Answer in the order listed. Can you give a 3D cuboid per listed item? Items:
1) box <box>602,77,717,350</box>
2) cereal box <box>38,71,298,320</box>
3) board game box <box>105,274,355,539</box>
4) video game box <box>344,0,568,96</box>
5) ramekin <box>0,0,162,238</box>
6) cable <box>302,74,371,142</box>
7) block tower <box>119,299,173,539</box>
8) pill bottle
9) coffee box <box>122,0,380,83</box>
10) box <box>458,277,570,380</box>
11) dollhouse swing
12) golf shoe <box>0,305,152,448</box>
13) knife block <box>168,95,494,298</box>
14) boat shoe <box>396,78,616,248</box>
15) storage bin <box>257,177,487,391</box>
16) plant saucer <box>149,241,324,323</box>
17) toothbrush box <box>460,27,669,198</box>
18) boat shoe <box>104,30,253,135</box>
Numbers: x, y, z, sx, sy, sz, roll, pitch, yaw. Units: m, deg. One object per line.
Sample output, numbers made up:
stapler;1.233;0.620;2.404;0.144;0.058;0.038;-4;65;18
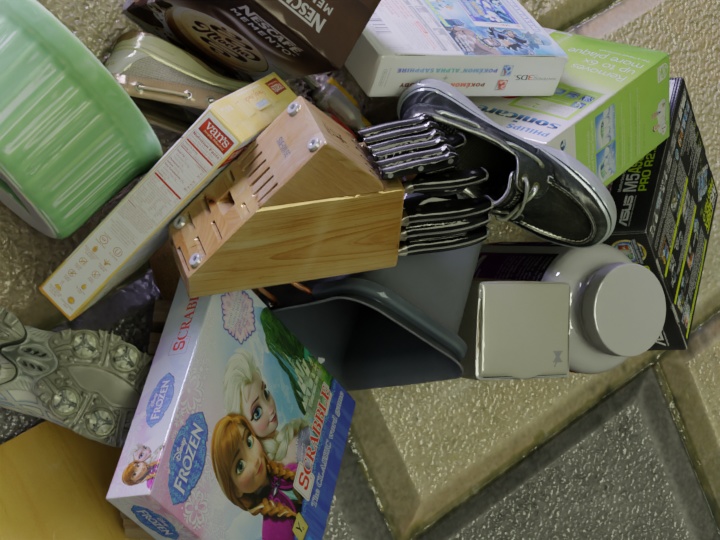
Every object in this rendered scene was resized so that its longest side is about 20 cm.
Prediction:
box;0.278;-0.053;1.445;0.160;0.044;0.200;62;37;-42
cereal box;-0.138;-0.058;1.162;0.040;0.144;0.200;46;112;-2
board game box;-0.087;0.130;1.167;0.200;0.041;0.200;49;43;-40
video game box;0.046;-0.215;1.300;0.182;0.200;0.047;-6;132;-28
ramekin;-0.246;-0.115;1.124;0.098;0.200;0.200;-47;113;-13
cable;0.021;-0.095;1.346;0.200;0.050;0.097;31;33;-23
block tower;-0.144;0.114;1.210;0.058;0.054;0.200;4;57;-2
pill bottle;0.170;0.031;1.365;0.112;0.200;0.113;-1;92;-30
coffee box;-0.086;-0.208;1.209;0.113;0.200;0.080;37;73;-25
box;0.081;0.045;1.313;0.095;0.200;0.078;1;91;-31
dollhouse swing;-0.200;0.229;1.248;0.200;0.176;0.182;-29;147;-27
golf shoe;-0.226;0.080;1.169;0.200;0.097;0.078;23;72;-3
knife block;-0.011;-0.033;1.115;0.200;0.064;0.175;-43;130;13
boat shoe;0.109;-0.068;1.208;0.200;0.072;0.071;30;32;-11
storage bin;0.000;0.000;1.238;0.145;0.200;0.135;33;64;-26
plant saucer;-0.079;-0.027;1.313;0.200;0.035;0.201;-1;92;-31
toothbrush box;0.155;-0.127;1.350;0.200;0.145;0.086;-36;132;-39
boat shoe;-0.111;-0.118;1.245;0.200;0.073;0.063;27;59;-12
